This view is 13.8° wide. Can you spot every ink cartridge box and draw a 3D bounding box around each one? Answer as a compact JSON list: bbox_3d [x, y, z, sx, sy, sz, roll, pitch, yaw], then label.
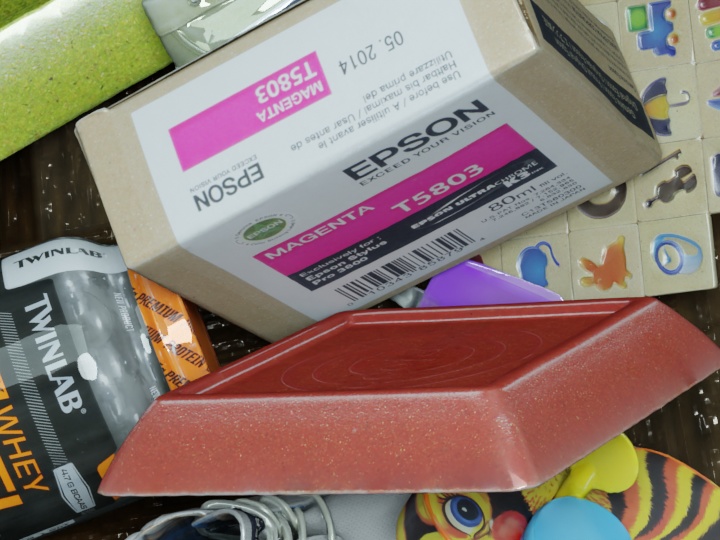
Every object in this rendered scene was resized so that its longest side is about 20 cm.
[{"bbox_3d":[0.007,-0.054,1.265,0.200,0.165,0.075,-27,68,16],"label":"ink cartridge box"}]

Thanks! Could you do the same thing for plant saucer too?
[{"bbox_3d":[-0.155,-0.168,1.439,0.199,0.048,0.200,-30,55,-4],"label":"plant saucer"},{"bbox_3d":[0.022,0.048,1.222,0.200,0.200,0.037,-4,101,31],"label":"plant saucer"}]

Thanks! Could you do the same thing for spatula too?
[{"bbox_3d":[0.000,0.000,1.361,0.200,0.021,0.057,26,100,26],"label":"spatula"}]

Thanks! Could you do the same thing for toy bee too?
[{"bbox_3d":[0.064,0.103,1.230,0.131,0.200,0.109,-46,66,27],"label":"toy bee"}]

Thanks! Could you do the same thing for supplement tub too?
[{"bbox_3d":[-0.162,0.061,1.310,0.200,0.123,0.123,-22,63,0],"label":"supplement tub"}]

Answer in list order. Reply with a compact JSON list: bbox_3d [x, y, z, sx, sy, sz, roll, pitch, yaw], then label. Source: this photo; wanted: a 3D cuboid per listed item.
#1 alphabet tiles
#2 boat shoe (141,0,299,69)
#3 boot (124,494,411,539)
[{"bbox_3d":[0.089,-0.066,1.335,0.200,0.006,0.167,-8,84,26],"label":"alphabet tiles"},{"bbox_3d":[-0.010,-0.157,1.367,0.200,0.062,0.072,-40,21,-7],"label":"boat shoe"},{"bbox_3d":[-0.034,0.124,1.271,0.200,0.096,0.074,-34,64,-6],"label":"boot"}]
